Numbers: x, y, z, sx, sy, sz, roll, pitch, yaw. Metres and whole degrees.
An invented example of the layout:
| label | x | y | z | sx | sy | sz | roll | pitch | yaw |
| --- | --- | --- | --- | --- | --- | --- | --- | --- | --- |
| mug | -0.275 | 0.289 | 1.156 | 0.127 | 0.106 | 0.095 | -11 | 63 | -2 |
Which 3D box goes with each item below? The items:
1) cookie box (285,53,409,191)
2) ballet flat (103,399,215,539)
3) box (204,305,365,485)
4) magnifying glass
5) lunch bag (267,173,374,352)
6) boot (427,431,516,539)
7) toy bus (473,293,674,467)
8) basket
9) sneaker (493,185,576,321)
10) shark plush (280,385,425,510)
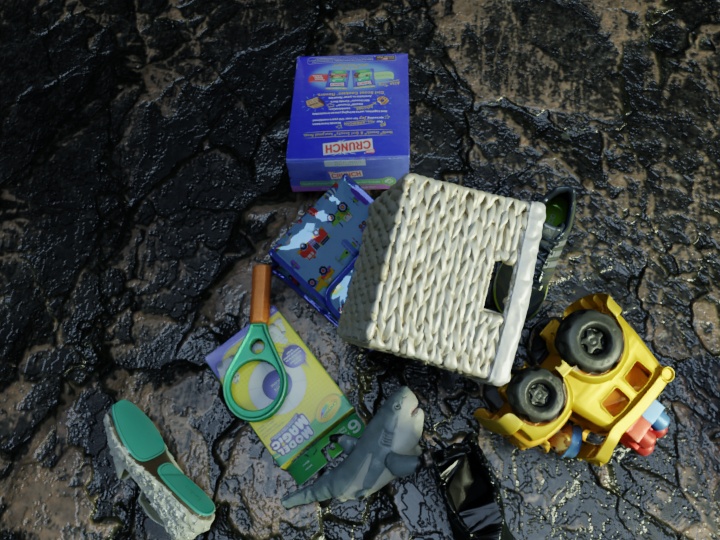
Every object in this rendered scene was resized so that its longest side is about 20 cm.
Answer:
| label | x | y | z | sx | sy | sz | roll | pitch | yaw |
| --- | --- | --- | --- | --- | --- | --- | --- | --- | --- |
| cookie box | -0.015 | -0.216 | 0.882 | 0.170 | 0.075 | 0.201 | 0 | 60 | 5 |
| ballet flat | -0.260 | 0.250 | 0.743 | 0.072 | 0.072 | 0.200 | -42 | 71 | -11 |
| box | -0.095 | 0.157 | 0.774 | 0.117 | 0.048 | 0.200 | -38 | 72 | -10 |
| magnifying glass | -0.129 | 0.088 | 0.769 | 0.079 | 0.022 | 0.201 | -2 | 67 | 5 |
| lunch bag | 0.000 | 0.000 | 0.816 | 0.200 | 0.094 | 0.151 | 41 | 75 | 5 |
| boot | 0.130 | 0.272 | 0.647 | 0.073 | 0.163 | 0.199 | -21 | 68 | -2 |
| toy bus | 0.261 | 0.156 | 0.711 | 0.200 | 0.136 | 0.192 | -44 | 88 | -10 |
| basket | 0.081 | 0.010 | 0.700 | 0.160 | 0.200 | 0.199 | 15 | 84 | -9 |
| sneaker | 0.229 | -0.028 | 0.799 | 0.074 | 0.081 | 0.200 | 20 | 72 | 12 |
| shark plush | -0.004 | 0.224 | 0.734 | 0.200 | 0.091 | 0.083 | -35 | 83 | 16 |
